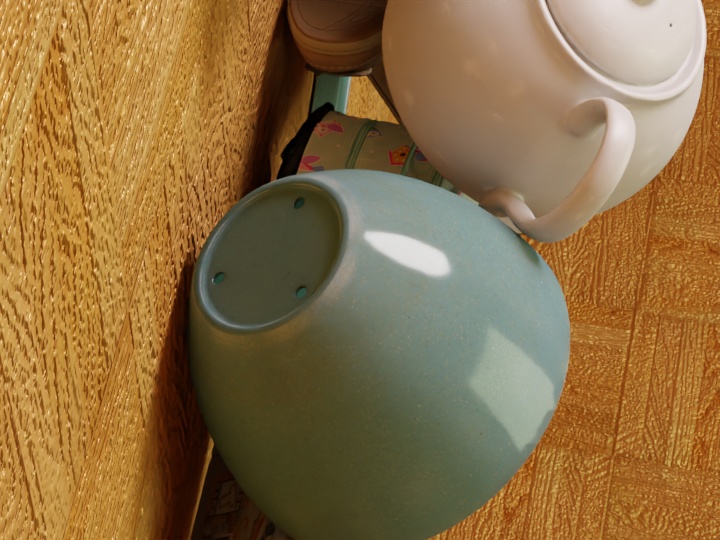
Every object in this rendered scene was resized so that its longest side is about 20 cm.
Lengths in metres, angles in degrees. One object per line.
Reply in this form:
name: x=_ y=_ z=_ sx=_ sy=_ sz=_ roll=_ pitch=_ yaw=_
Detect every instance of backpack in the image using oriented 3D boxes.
backpack: x=0.000 y=0.000 z=1.526 sx=0.167 sy=0.126 sz=0.200 roll=-74 pitch=174 yaw=-53

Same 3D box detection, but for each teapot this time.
teapot: x=0.117 y=-0.127 z=1.401 sx=0.146 sy=0.197 sz=0.200 roll=-33 pitch=-98 yaw=50

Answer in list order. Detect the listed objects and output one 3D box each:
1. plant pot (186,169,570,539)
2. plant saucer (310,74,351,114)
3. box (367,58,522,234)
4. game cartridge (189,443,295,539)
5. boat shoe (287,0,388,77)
plant pot: x=-0.012 y=0.026 z=1.316 sx=0.135 sy=0.200 sz=0.201 roll=45 pitch=47 yaw=-44
plant saucer: x=-0.026 y=-0.071 z=1.722 sx=0.070 sy=0.019 sz=0.201 roll=-23 pitch=121 yaw=-84
box: x=0.071 y=-0.125 z=1.595 sx=0.200 sy=0.060 sz=0.117 roll=57 pitch=-39 yaw=46
game cartridge: x=-0.047 y=0.153 z=1.401 sx=0.133 sy=0.041 sz=0.201 roll=-23 pitch=-131 yaw=54
boat shoe: x=-0.004 y=-0.146 z=1.546 sx=0.200 sy=0.071 sz=0.065 roll=-70 pitch=167 yaw=-68
